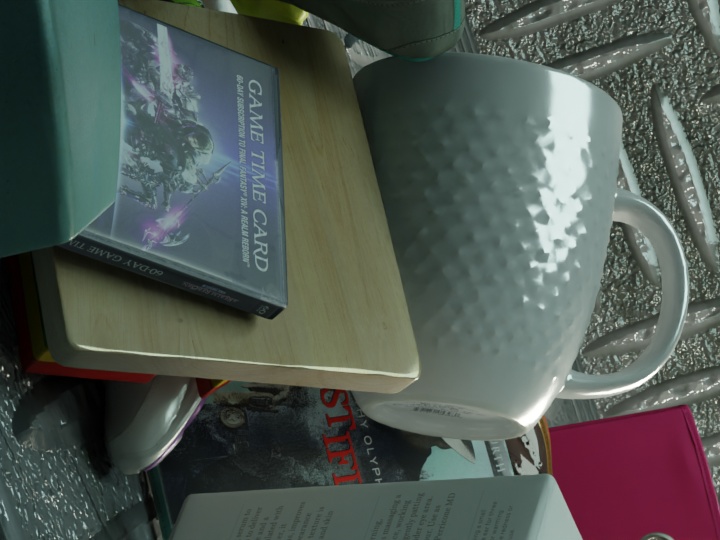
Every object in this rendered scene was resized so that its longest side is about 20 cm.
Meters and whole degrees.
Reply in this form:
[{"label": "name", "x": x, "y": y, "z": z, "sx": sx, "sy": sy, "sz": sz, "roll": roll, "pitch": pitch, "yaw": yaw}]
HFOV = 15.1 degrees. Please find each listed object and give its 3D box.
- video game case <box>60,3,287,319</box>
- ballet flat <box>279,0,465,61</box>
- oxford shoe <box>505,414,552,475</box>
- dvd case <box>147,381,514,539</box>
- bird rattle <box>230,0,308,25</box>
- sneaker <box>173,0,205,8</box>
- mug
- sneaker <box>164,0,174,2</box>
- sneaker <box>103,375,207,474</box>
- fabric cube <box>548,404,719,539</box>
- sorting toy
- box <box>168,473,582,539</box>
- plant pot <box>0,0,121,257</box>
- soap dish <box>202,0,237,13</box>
[{"label": "video game case", "x": -0.121, "y": -0.068, "z": 1.260, "sx": 0.200, "sy": 0.019, "sz": 0.143, "roll": 21, "pitch": 49, "yaw": -31}, {"label": "ballet flat", "x": -0.035, "y": -0.167, "z": 1.388, "sx": 0.067, "sy": 0.199, "sz": 0.064, "roll": -51, "pitch": 155, "yaw": -41}, {"label": "oxford shoe", "x": 0.074, "y": 0.125, "z": 1.525, "sx": 0.073, "sy": 0.071, "sz": 0.201, "roll": -50, "pitch": 121, "yaw": -70}, {"label": "dvd case", "x": -0.018, "y": 0.094, "z": 1.446, "sx": 0.022, "sy": 0.199, "sz": 0.146, "roll": 133, "pitch": -53, "yaw": -59}, {"label": "bird rattle", "x": -0.101, "y": -0.160, "z": 1.764, "sx": 0.200, "sy": 0.112, "sz": 0.164, "roll": -116, "pitch": -167, "yaw": -61}, {"label": "sneaker", "x": -0.105, "y": -0.123, "z": 1.521, "sx": 0.071, "sy": 0.082, "sz": 0.200, "roll": 86, "pitch": 8, "yaw": -50}, {"label": "mug", "x": 0.079, "y": -0.001, "z": 1.430, "sx": 0.148, "sy": 0.199, "sz": 0.176, "roll": 147, "pitch": -46, "yaw": -69}, {"label": "sneaker", "x": -0.143, "y": -0.187, "z": 1.495, "sx": 0.076, "sy": 0.091, "sz": 0.200, "roll": 59, "pitch": 14, "yaw": -48}, {"label": "sneaker", "x": -0.121, "y": 0.011, "z": 1.384, "sx": 0.099, "sy": 0.075, "sz": 0.201, "roll": 23, "pitch": 51, "yaw": -26}, {"label": "fabric cube", "x": 0.122, "y": 0.220, "z": 1.731, "sx": 0.200, "sy": 0.199, "sz": 0.197, "roll": 99, "pitch": -19, "yaw": -64}, {"label": "sorting toy", "x": -0.087, "y": -0.028, "z": 1.332, "sx": 0.198, "sy": 0.070, "sz": 0.201, "roll": 7, "pitch": 58, "yaw": -35}, {"label": "box", "x": 0.014, "y": 0.191, "z": 1.312, "sx": 0.153, "sy": 0.199, "sz": 0.107, "roll": 63, "pitch": 32, "yaw": -36}, {"label": "plant pot", "x": -0.174, "y": -0.105, "z": 1.095, "sx": 0.141, "sy": 0.141, "sz": 0.201, "roll": -59, "pitch": 137, "yaw": -76}, {"label": "soap dish", "x": -0.084, "y": -0.049, "z": 1.595, "sx": 0.157, "sy": 0.081, "sz": 0.200, "roll": 61, "pitch": 15, "yaw": -47}]
